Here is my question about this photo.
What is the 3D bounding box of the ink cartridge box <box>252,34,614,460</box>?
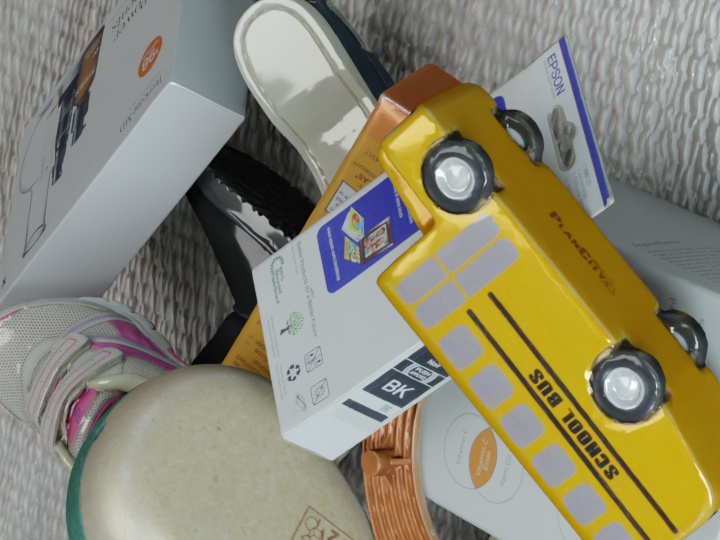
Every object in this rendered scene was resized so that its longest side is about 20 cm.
[{"bbox_3d":[0.038,-0.008,1.260,0.200,0.039,0.100,-36,46,30],"label":"ink cartridge box"}]

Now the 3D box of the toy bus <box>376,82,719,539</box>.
[{"bbox_3d":[0.077,0.022,1.164,0.078,0.065,0.200,-41,86,29],"label":"toy bus"}]

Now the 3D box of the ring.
[{"bbox_3d":[0.066,0.085,1.267,0.200,0.019,0.201,3,94,47],"label":"ring"}]

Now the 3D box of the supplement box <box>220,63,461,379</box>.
[{"bbox_3d":[0.000,0.000,1.392,0.069,0.067,0.200,35,119,10],"label":"supplement box"}]

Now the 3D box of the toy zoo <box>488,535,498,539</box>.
[{"bbox_3d":[0.102,0.231,1.387,0.200,0.020,0.131,52,126,33],"label":"toy zoo"}]

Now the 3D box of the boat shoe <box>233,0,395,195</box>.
[{"bbox_3d":[0.006,-0.053,1.448,0.075,0.062,0.200,-36,86,29],"label":"boat shoe"}]

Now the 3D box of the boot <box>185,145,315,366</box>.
[{"bbox_3d":[-0.083,0.053,1.532,0.165,0.066,0.200,45,114,36],"label":"boot"}]

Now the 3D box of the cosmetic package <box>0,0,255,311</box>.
[{"bbox_3d":[-0.127,-0.079,1.560,0.200,0.052,0.151,-49,28,37],"label":"cosmetic package"}]

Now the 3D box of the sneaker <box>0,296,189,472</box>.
[{"bbox_3d":[-0.129,0.066,1.467,0.200,0.088,0.082,22,99,33],"label":"sneaker"}]

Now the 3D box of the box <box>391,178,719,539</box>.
[{"bbox_3d":[0.129,0.057,1.289,0.200,0.106,0.153,28,111,44],"label":"box"}]

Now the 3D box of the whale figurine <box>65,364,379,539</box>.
[{"bbox_3d":[-0.050,0.134,1.359,0.104,0.200,0.159,-26,33,57],"label":"whale figurine"}]
